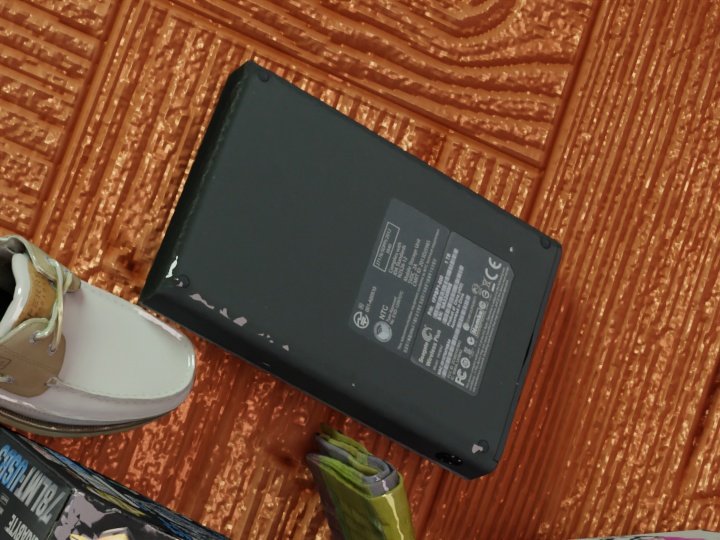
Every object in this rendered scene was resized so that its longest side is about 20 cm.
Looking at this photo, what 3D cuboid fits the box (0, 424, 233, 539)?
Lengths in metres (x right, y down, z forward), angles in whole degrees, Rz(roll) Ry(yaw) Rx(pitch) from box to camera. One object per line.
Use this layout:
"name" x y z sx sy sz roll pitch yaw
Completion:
"box" -0.076 0.141 0.996 0.198 0.200 0.050 28 84 -20

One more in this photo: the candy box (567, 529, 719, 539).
"candy box" 0.153 0.176 1.091 0.168 0.200 0.072 -2 89 -23

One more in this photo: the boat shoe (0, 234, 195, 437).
"boat shoe" -0.164 0.026 1.023 0.200 0.068 0.075 13 58 -23

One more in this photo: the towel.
"towel" 0.024 0.176 1.068 0.023 0.144 0.200 -21 98 -13

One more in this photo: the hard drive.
"hard drive" 0.000 0.000 1.103 0.200 0.033 0.140 30 61 -20
